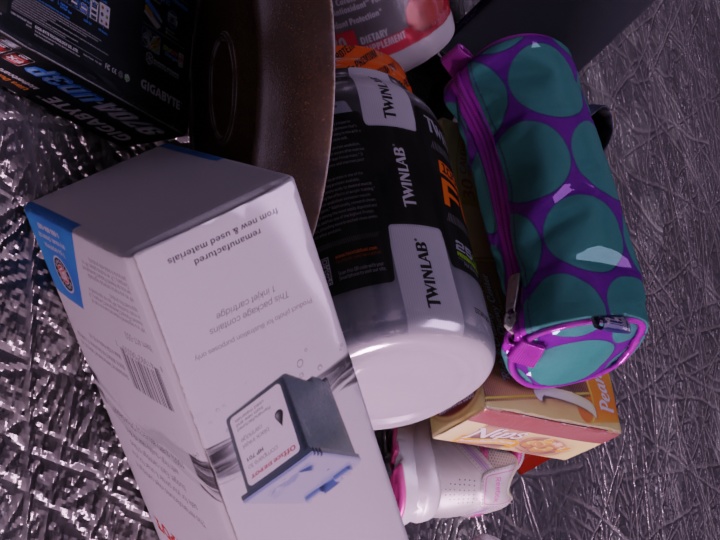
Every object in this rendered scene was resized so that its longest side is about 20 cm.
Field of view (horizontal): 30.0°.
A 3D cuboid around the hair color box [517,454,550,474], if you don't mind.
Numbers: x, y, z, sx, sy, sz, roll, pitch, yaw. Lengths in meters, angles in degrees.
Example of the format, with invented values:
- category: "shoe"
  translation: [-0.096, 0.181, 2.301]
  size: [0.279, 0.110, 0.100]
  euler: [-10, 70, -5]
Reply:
- category: "hair color box"
  translation: [0.095, 0.046, 1.009]
  size: [0.201, 0.061, 0.102]
  euler: [63, -3, -34]

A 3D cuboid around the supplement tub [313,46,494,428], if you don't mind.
- category: "supplement tub"
  translation: [-0.001, -0.021, 0.770]
  size: [0.122, 0.122, 0.201]
  euler: [38, 35, -54]

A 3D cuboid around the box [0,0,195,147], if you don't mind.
- category: "box"
  translation: [-0.150, -0.165, 0.638]
  size: [0.200, 0.046, 0.160]
  euler: [26, 61, -59]

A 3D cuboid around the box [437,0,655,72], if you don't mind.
- category: "box"
  translation: [0.153, -0.199, 0.901]
  size: [0.079, 0.200, 0.141]
  euler: [44, 20, -9]

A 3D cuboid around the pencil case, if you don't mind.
- category: "pencil case"
  translation: [0.107, -0.038, 0.796]
  size: [0.092, 0.085, 0.201]
  euler: [5, 61, -32]

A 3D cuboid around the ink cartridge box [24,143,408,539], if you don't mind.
- category: "ink cartridge box"
  translation: [-0.067, 0.053, 0.629]
  size: [0.086, 0.146, 0.201]
  euler: [-28, 114, -23]

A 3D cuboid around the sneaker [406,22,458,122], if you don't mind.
- category: "sneaker"
  translation: [0.044, -0.142, 0.987]
  size: [0.112, 0.073, 0.201]
  euler: [28, 34, -27]

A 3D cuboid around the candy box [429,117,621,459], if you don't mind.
- category: "candy box"
  translation: [0.091, 0.012, 0.853]
  size: [0.115, 0.055, 0.201]
  euler: [14, 58, -34]

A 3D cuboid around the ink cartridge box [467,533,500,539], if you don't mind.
- category: "ink cartridge box"
  translation: [0.087, 0.304, 0.904]
  size: [0.145, 0.084, 0.200]
  euler: [39, 44, -17]

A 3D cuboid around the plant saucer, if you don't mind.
- category: "plant saucer"
  translation: [-0.057, -0.092, 0.677]
  size: [0.032, 0.200, 0.201]
  euler: [-2, 84, -19]

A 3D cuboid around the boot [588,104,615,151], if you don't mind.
- category: "boot"
  translation: [0.150, -0.113, 1.155]
  size: [0.200, 0.096, 0.075]
  euler: [-39, 120, -58]

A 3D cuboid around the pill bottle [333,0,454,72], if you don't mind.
- category: "pill bottle"
  translation: [-0.019, -0.223, 0.836]
  size: [0.111, 0.110, 0.201]
  euler: [-57, 133, -51]

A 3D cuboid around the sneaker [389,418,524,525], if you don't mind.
- category: "sneaker"
  translation: [0.065, 0.114, 0.906]
  size: [0.200, 0.088, 0.082]
  euler: [-81, 176, -68]
